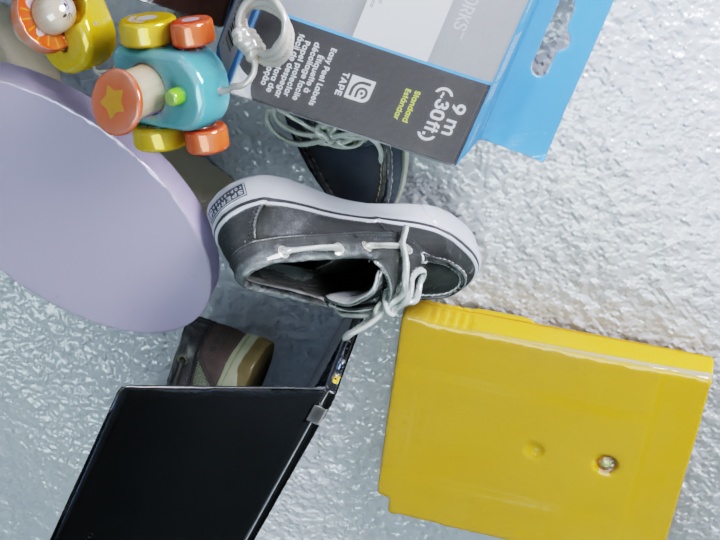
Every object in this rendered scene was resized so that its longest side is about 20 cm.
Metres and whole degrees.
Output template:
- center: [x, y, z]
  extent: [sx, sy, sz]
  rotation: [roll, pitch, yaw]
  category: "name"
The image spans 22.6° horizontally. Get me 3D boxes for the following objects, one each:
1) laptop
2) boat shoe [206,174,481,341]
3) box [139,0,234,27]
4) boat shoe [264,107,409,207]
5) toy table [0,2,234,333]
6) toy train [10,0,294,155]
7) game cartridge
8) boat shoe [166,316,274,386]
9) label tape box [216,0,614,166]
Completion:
- center: [-0.093, 0.096, 1.114]
  extent: [0.115, 0.200, 0.188]
  rotation: [26, 127, -4]
  category: "laptop"
- center: [0.002, -0.002, 1.047]
  extent: [0.074, 0.068, 0.199]
  rotation: [-40, 144, 27]
  category: "boat shoe"
- center: [-0.085, -0.239, 0.943]
  extent: [0.100, 0.075, 0.201]
  rotation: [21, 126, -3]
  category: "box"
- center: [-0.017, -0.105, 1.032]
  extent: [0.074, 0.062, 0.201]
  rotation: [-1, 126, 12]
  category: "boat shoe"
- center: [-0.160, -0.066, 1.059]
  extent: [0.183, 0.117, 0.200]
  rotation: [-29, 115, 30]
  category: "toy table"
- center: [-0.129, -0.146, 0.911]
  extent: [0.200, 0.056, 0.150]
  rotation: [48, 134, 15]
  category: "toy train"
- center: [0.116, 0.108, 1.183]
  extent: [0.199, 0.033, 0.177]
  rotation: [13, 128, 6]
  category: "game cartridge"
- center: [-0.118, 0.105, 1.211]
  extent: [0.066, 0.072, 0.201]
  rotation: [34, 131, 7]
  category: "boat shoe"
- center: [0.041, -0.138, 0.949]
  extent: [0.199, 0.066, 0.144]
  rotation: [17, 113, -15]
  category: "label tape box"
